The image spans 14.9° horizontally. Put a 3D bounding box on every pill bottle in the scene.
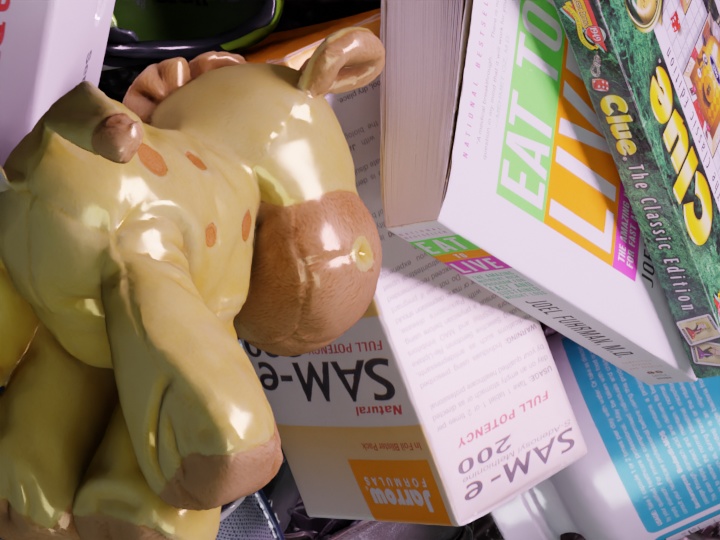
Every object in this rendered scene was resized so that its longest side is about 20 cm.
[{"bbox_3d":[0.150,0.062,1.275,0.199,0.111,0.111,-25,127,7],"label":"pill bottle"}]

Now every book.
[{"bbox_3d":[0.079,-0.046,1.109,0.048,0.134,0.200,-8,157,34],"label":"book"}]

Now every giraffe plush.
[{"bbox_3d":[-0.063,-0.010,0.999,0.162,0.172,0.201,-26,108,-44],"label":"giraffe plush"}]

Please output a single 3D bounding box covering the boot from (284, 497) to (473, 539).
[{"bbox_3d":[-0.015,0.172,1.341,0.200,0.069,0.174,-31,134,-1],"label":"boot"}]

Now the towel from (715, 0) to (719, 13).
[{"bbox_3d":[0.121,-0.106,1.203,0.199,0.023,0.144,22,118,-24],"label":"towel"}]

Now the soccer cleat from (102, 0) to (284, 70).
[{"bbox_3d":[-0.128,-0.107,1.109,0.199,0.081,0.068,-7,95,-8],"label":"soccer cleat"}]

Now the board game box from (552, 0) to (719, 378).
[{"bbox_3d":[0.128,-0.066,1.120,0.023,0.105,0.200,-3,128,30],"label":"board game box"}]

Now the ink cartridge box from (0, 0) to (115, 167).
[{"bbox_3d":[-0.193,-0.133,1.026,0.199,0.084,0.146,17,119,5],"label":"ink cartridge box"}]

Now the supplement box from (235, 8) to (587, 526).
[{"bbox_3d":[0.000,0.000,1.137,0.073,0.126,0.201,-26,100,-29],"label":"supplement box"}]

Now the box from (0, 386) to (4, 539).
[{"bbox_3d":[-0.163,0.051,1.132,0.200,0.044,0.160,-27,105,46],"label":"box"}]

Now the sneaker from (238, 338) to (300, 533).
[{"bbox_3d":[-0.057,0.056,1.249,0.082,0.073,0.201,19,103,-22],"label":"sneaker"}]

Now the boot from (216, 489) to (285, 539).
[{"bbox_3d":[-0.077,0.082,1.163,0.200,0.073,0.090,51,149,-14],"label":"boot"}]
